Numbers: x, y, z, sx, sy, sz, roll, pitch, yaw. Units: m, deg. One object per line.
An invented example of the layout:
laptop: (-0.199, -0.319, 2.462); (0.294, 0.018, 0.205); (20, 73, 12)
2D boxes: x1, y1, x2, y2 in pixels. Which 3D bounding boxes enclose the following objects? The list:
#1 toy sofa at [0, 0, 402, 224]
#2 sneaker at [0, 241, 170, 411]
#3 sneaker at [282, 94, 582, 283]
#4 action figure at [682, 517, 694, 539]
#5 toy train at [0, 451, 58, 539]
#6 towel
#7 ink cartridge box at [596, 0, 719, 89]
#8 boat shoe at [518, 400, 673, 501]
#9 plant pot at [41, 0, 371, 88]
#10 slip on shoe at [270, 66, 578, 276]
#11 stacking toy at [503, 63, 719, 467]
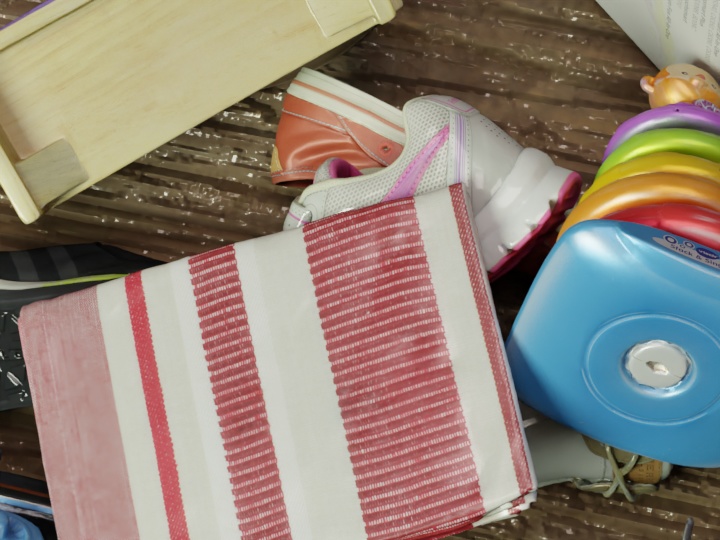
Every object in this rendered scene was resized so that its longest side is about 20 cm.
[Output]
toy sofa: (-0.085, -0.105, 1.159); (0.199, 0.098, 0.083); (-29, 97, 3)
sneaker: (-0.146, 0.024, 1.162); (0.199, 0.083, 0.072); (5, 109, 20)
sneaker: (0.000, 0.000, 1.119); (0.200, 0.081, 0.088); (-43, 83, 13)
action figure: (0.174, 0.192, 1.041); (0.119, 0.102, 0.200); (-43, 73, 15)
toy train: (-0.207, 0.109, 1.095); (0.199, 0.087, 0.114); (13, 25, -2)
towel: (-0.036, 0.055, 1.053); (0.199, 0.023, 0.145); (-16, 69, 8)
ink cartridge box: (0.191, -0.150, 1.180); (0.128, 0.125, 0.200); (-34, 69, -12)
boat shoe: (0.113, 0.061, 1.119); (0.199, 0.075, 0.069); (-25, 62, -9)
plant pot: (-0.070, -0.193, 1.231); (0.200, 0.093, 0.202); (-1, 67, 3)
slip on shoe: (0.047, -0.025, 1.170); (0.199, 0.074, 0.061); (27, 93, 13)
stacking toy: (0.136, -0.026, 1.094); (0.116, 0.110, 0.200); (20, 42, -5)
